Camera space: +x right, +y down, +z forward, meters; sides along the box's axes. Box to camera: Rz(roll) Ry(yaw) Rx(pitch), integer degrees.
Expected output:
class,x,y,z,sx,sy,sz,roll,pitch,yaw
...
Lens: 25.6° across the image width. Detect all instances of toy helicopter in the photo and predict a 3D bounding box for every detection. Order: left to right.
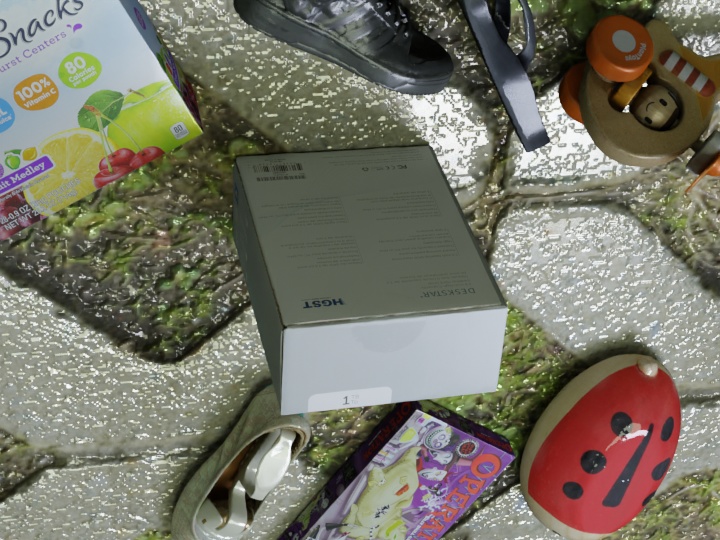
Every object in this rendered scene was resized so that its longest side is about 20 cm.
class,x,y,z,sx,sy,sz,roll,pitch,yaw
toy helicopter,0.251,-0.127,1.149,0.198,0.133,0.079,-20,161,-22

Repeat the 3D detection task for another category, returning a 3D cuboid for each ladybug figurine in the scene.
class,x,y,z,sx,sy,sz,roll,pitch,yaw
ladybug figurine,0.214,0.161,1.377,0.134,0.072,0.202,5,124,-19

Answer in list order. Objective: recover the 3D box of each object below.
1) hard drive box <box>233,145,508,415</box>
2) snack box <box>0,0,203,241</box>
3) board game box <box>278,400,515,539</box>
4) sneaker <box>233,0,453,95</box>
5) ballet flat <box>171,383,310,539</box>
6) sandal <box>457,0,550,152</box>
class,x,y,z,sx,sy,sz,roll,pitch,yaw
hard drive box,0.000,0.000,1.114,0.154,0.201,0.078,-4,127,-12
snack box,-0.222,-0.139,1.032,0.167,0.068,0.201,-28,127,6
board game box,0.029,0.202,1.385,0.119,0.032,0.200,24,116,-34
sneaker,-0.007,-0.194,1.057,0.198,0.060,0.105,18,123,-22
ballet flat,-0.101,0.178,1.306,0.067,0.063,0.201,16,120,-25
sandal,0.100,-0.168,1.104,0.042,0.077,0.201,-25,139,6
